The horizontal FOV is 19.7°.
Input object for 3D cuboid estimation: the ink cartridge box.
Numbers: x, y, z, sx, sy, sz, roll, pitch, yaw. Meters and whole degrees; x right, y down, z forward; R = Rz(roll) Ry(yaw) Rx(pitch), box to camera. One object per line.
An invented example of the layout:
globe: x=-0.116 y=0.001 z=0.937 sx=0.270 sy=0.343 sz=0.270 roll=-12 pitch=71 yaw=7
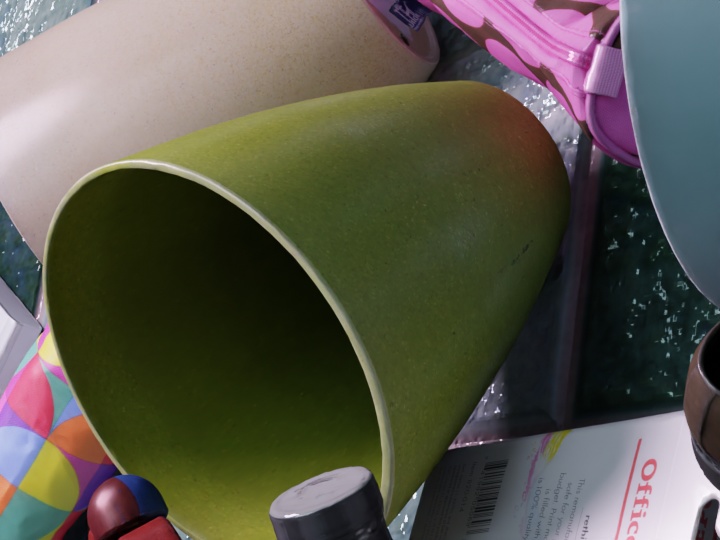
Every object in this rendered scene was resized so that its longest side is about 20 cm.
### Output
ink cartridge box: x=0.097 y=0.124 z=0.797 sx=0.199 sy=0.067 sz=0.118 roll=-16 pitch=51 yaw=54

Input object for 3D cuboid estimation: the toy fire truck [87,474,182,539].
toy fire truck: x=-0.073 y=0.175 z=0.872 sx=0.169 sy=0.112 sz=0.200 roll=59 pitch=164 yaw=16

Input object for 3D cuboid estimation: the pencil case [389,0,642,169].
pencil case: x=0.087 y=-0.117 z=0.930 sx=0.091 sy=0.093 sz=0.200 roll=-61 pitch=37 yaw=11

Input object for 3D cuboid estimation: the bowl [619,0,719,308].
bowl: x=0.179 y=-0.085 z=0.733 sx=0.104 sy=0.201 sz=0.202 roll=-1 pitch=71 yaw=32

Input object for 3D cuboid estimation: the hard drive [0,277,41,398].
hard drive: x=-0.283 y=0.098 z=1.377 sx=0.132 sy=0.026 sz=0.201 roll=39 pitch=106 yaw=53

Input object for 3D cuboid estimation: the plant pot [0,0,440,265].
plant pot: x=-0.064 y=-0.087 z=1.067 sx=0.199 sy=0.187 sz=0.188 roll=-34 pitch=46 yaw=20

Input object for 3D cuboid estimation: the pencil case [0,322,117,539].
pencil case: x=-0.184 y=0.116 z=1.191 sx=0.201 sy=0.088 sz=0.089 roll=-54 pitch=38 yaw=17

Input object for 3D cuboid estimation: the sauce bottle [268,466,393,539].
sauce bottle: x=0.020 y=0.170 z=0.760 sx=0.066 sy=0.066 sz=0.201 roll=-7 pitch=106 yaw=51

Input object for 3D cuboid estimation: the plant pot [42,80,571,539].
plant pot: x=0.000 y=0.000 z=0.891 sx=0.186 sy=0.200 sz=0.188 roll=23 pitch=130 yaw=31

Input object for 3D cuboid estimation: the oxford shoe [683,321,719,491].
oxford shoe: x=0.199 y=0.013 z=0.674 sx=0.199 sy=0.085 sz=0.073 roll=-26 pitch=58 yaw=3
